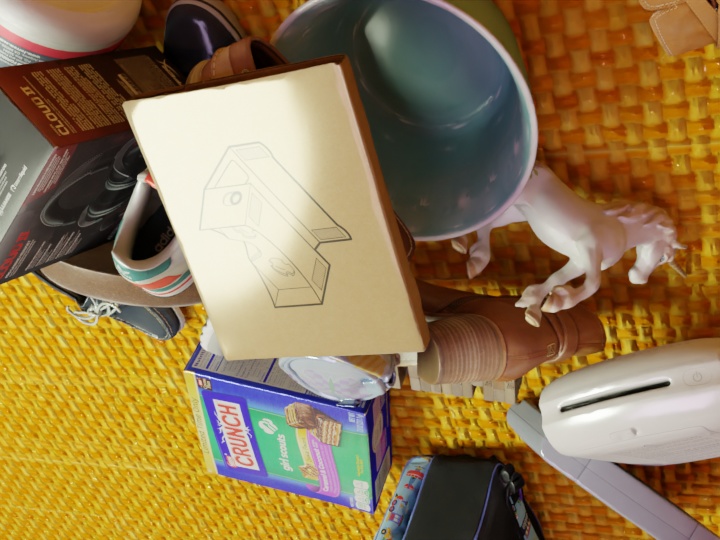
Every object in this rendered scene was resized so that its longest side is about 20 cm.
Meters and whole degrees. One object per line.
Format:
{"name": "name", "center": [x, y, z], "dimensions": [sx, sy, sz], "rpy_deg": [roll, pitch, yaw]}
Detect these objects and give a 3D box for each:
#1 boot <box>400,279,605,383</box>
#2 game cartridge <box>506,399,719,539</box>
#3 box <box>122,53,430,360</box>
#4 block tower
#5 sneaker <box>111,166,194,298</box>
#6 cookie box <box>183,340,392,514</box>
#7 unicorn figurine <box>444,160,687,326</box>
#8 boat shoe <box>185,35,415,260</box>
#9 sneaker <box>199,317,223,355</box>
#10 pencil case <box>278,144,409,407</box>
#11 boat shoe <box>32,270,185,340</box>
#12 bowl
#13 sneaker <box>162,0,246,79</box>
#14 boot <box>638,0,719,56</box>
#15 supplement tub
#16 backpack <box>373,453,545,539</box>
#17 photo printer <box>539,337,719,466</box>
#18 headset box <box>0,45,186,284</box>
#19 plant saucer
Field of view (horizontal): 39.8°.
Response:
{"name": "boot", "center": [0.098, 0.042, 0.845], "dimensions": [0.153, 0.200, 0.075], "rpy_deg": [-7, 112, -20]}
{"name": "game cartridge", "center": [0.231, 0.195, 0.913], "dimensions": [0.199, 0.041, 0.133], "rpy_deg": [35, 177, -8]}
{"name": "box", "center": [-0.053, -0.031, 0.652], "dimensions": [0.161, 0.021, 0.202], "rpy_deg": [-5, 119, 26]}
{"name": "block tower", "center": [0.052, 0.076, 0.929], "dimensions": [0.197, 0.054, 0.058], "rpy_deg": [7, 132, 19]}
{"name": "sneaker", "center": [-0.114, -0.071, 0.729], "dimensions": [0.070, 0.201, 0.093], "rpy_deg": [34, 178, 8]}
{"name": "cookie box", "center": [-0.072, 0.156, 1.043], "dimensions": [0.197, 0.076, 0.173], "rpy_deg": [11, 134, 16]}
{"name": "unicorn figurine", "center": [0.156, -0.026, 0.752], "dimensions": [0.200, 0.137, 0.074], "rpy_deg": [44, 162, 1]}
{"name": "boat shoe", "center": [-0.030, -0.073, 0.670], "dimensions": [0.200, 0.076, 0.071], "rpy_deg": [43, 131, -18]}
{"name": "sneaker", "center": [-0.085, 0.033, 0.936], "dimensions": [0.082, 0.075, 0.200], "rpy_deg": [38, 134, -10]}
{"name": "pencil case", "center": [0.000, 0.000, 0.777], "dimensions": [0.090, 0.202, 0.083], "rpy_deg": [-4, 148, 30]}
{"name": "boat shoe", "center": [-0.271, 0.015, 1.014], "dimensions": [0.199, 0.062, 0.075], "rpy_deg": [40, 132, -15]}
{"name": "bowl", "center": [0.037, -0.132, 0.710], "dimensions": [0.198, 0.106, 0.203], "rpy_deg": [12, 134, 13]}
{"name": "sneaker", "center": [-0.123, -0.120, 0.815], "dimensions": [0.077, 0.080, 0.202], "rpy_deg": [7, 131, 19]}
{"name": "boot", "center": [0.222, -0.218, 0.575], "dimensions": [0.153, 0.074, 0.201], "rpy_deg": [-8, 124, 35]}
{"name": "supplement tub", "center": [-0.269, -0.179, 0.781], "dimensions": [0.140, 0.141, 0.200], "rpy_deg": [37, 135, -11]}
{"name": "backpack", "center": [0.115, 0.309, 1.035], "dimensions": [0.133, 0.184, 0.201], "rpy_deg": [2, 143, 33]}
{"name": "photo printer", "center": [0.249, 0.109, 0.791], "dimensions": [0.165, 0.070, 0.199], "rpy_deg": [-21, 155, 36]}
{"name": "headset box", "center": [-0.221, -0.076, 0.723], "dimensions": [0.077, 0.200, 0.149], "rpy_deg": [45, 119, 6]}
{"name": "plant saucer", "center": [-0.195, -0.010, 0.865], "dimensions": [0.198, 0.200, 0.035], "rpy_deg": [15, 107, 11]}
